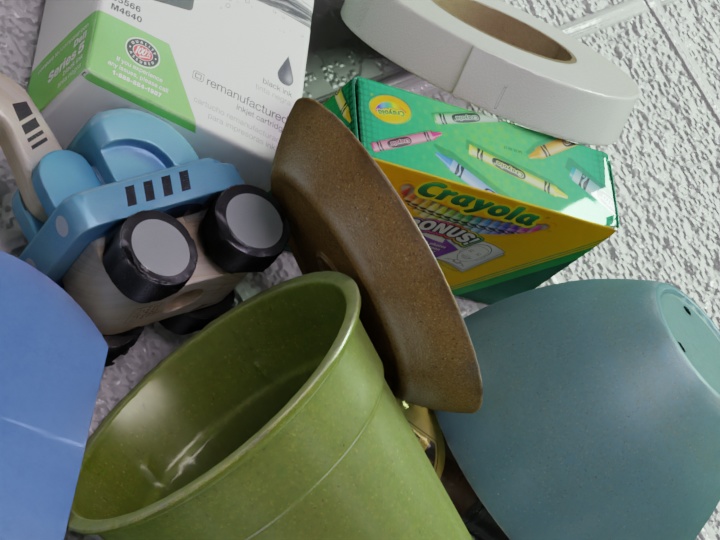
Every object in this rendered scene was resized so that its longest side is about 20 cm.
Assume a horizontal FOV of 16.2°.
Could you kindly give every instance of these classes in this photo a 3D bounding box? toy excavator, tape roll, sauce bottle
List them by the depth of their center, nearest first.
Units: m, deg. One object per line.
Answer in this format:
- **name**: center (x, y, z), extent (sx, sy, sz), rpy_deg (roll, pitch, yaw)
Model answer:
- **toy excavator**: center (-0.167, -0.053, 1.414), extent (0.194, 0.100, 0.201), rpy_deg (-16, 70, -37)
- **sauce bottle**: center (0.023, 0.103, 1.491), extent (0.200, 0.065, 0.065), rpy_deg (35, 48, -16)
- **tape roll**: center (0.083, -0.141, 1.625), extent (0.202, 0.037, 0.203), rpy_deg (23, 15, -7)

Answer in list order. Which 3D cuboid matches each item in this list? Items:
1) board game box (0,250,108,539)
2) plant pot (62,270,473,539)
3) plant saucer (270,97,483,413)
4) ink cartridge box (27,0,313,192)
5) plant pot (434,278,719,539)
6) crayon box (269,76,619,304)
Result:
- **board game box**: center (-0.224, 0.077, 1.327), extent (0.157, 0.039, 0.201), rpy_deg (20, 54, -15)
- **plant pot**: center (-0.029, 0.137, 1.365), extent (0.190, 0.200, 0.200), rpy_deg (53, 43, -19)
- **plant saucer**: center (0.000, 0.000, 1.402), extent (0.035, 0.200, 0.201), rpy_deg (-29, 84, -12)
- **ink cartridge box**: center (-0.110, -0.149, 1.520), extent (0.145, 0.084, 0.201), rpy_deg (25, 52, -26)
- **plant pot**: center (0.154, 0.082, 1.512), extent (0.200, 0.135, 0.200), rpy_deg (42, 24, -24)
- **crayon box**: center (0.046, -0.045, 1.559), extent (0.199, 0.119, 0.058), rpy_deg (15, 56, -32)
